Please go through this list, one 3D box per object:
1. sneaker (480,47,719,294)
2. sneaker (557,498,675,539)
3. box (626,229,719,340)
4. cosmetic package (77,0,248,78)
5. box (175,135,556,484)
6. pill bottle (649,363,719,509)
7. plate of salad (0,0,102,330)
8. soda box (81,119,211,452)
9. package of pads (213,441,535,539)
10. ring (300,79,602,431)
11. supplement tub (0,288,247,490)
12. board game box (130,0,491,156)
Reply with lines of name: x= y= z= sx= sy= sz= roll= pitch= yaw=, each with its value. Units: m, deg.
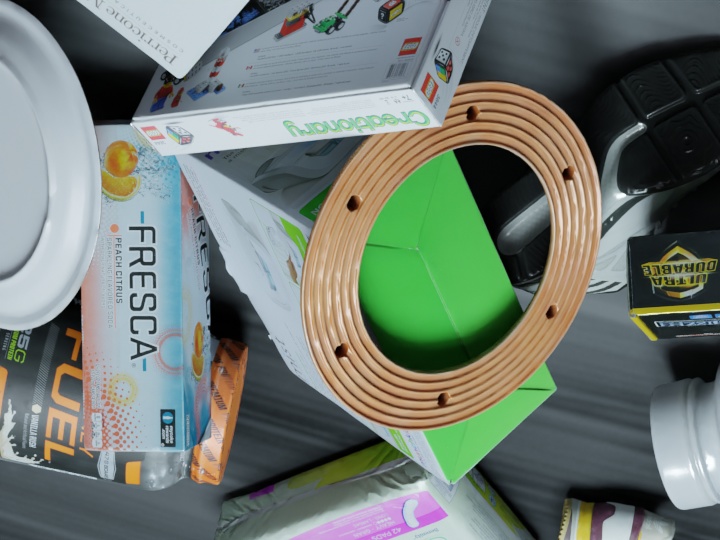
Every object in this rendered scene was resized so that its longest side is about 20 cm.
sneaker: x=0.165 y=-0.054 z=1.196 sx=0.200 sy=0.076 sz=0.115 roll=-35 pitch=158 yaw=12
sneaker: x=0.187 y=0.250 z=1.447 sx=0.089 sy=0.075 sz=0.201 roll=5 pitch=133 yaw=14
box: x=0.256 y=0.006 z=1.139 sx=0.198 sy=0.050 sz=0.160 roll=-4 pitch=171 yaw=12
cosmetic package: x=-0.073 y=-0.194 z=0.995 sx=0.101 sy=0.072 sz=0.200 roll=36 pitch=142 yaw=-10
box: x=0.000 y=0.000 z=1.185 sx=0.176 sy=0.096 sz=0.201 roll=31 pitch=155 yaw=50
pill bottle: x=0.289 y=0.093 z=1.261 sx=0.198 sy=0.112 sz=0.111 roll=-13 pitch=128 yaw=22
plate of salad: x=-0.213 y=-0.065 z=1.209 sx=0.199 sy=0.048 sz=0.202 roll=11 pitch=106 yaw=43
soda box: x=-0.131 y=0.008 z=1.231 sx=0.068 sy=0.064 sz=0.202 roll=0 pitch=94 yaw=12
package of pads: x=0.015 y=0.206 z=1.447 sx=0.199 sy=0.069 sz=0.155 roll=-23 pitch=123 yaw=29
ring: x=0.050 y=-0.008 z=1.089 sx=0.199 sy=0.019 sz=0.202 roll=-14 pitch=117 yaw=-29
supplement tub: x=-0.180 y=0.076 z=1.332 sx=0.198 sy=0.123 sz=0.123 roll=11 pitch=133 yaw=1
board game box: x=-0.023 y=-0.128 z=1.074 sx=0.199 sy=0.127 sz=0.035 roll=-3 pitch=143 yaw=40
